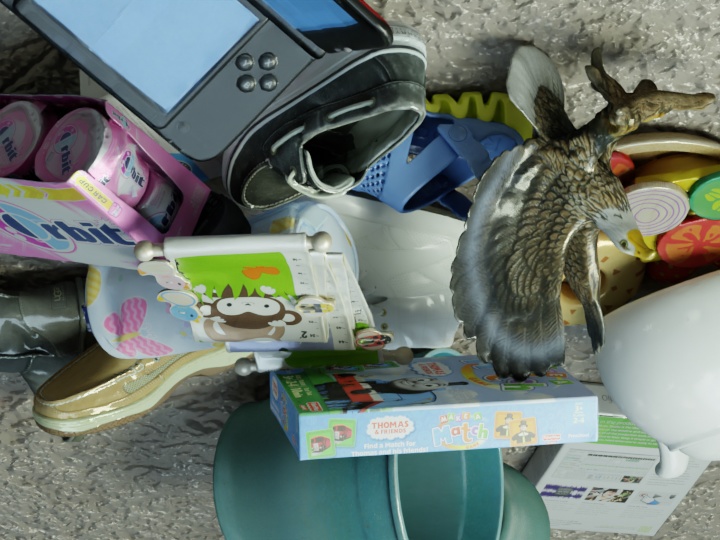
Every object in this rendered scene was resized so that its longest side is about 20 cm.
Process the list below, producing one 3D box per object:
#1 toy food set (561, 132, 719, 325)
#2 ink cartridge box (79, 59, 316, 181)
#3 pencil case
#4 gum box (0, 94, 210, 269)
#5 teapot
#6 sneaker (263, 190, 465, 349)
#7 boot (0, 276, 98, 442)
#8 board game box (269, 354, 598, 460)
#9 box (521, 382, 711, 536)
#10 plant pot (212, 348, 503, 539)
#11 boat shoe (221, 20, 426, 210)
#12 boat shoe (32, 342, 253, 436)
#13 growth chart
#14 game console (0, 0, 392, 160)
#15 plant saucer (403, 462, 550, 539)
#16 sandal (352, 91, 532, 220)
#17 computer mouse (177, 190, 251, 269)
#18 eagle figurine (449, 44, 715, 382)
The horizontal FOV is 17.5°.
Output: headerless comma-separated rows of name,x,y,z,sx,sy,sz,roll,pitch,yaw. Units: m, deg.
toy food set,0.206,-0.034,1.731,0.198,0.049,0.198,-8,146,5
ink cartridge box,-0.070,-0.132,1.531,0.199,0.068,0.115,-17,145,17
pencil case,-0.098,0.007,1.637,0.199,0.091,0.083,-9,-173,32
gum box,-0.204,-0.060,1.539,0.199,0.066,0.113,6,155,40
teapot,0.279,0.080,1.767,0.196,0.147,0.200,-21,171,18
sneaker,0.000,0.000,1.686,0.199,0.074,0.116,16,99,-28
boot,-0.301,0.064,1.784,0.198,0.073,0.183,-4,133,-15
board game box,0.046,0.090,1.588,0.198,0.037,0.151,-2,-170,-10
box,0.225,0.167,2.040,0.143,0.037,0.200,6,145,-16
plant pot,-0.010,0.168,1.882,0.187,0.201,0.200,-5,149,27
boat shoe,-0.028,-0.081,1.484,0.072,0.071,0.200,13,146,-29
boat shoe,-0.162,0.053,1.745,0.199,0.071,0.077,-28,129,-34
growth chart,-0.059,0.022,1.532,0.144,0.018,0.200,-7,151,15
game console,-0.109,-0.159,1.368,0.200,0.119,0.172,40,108,-20
plant saucer,0.059,0.223,1.957,0.199,0.201,0.036,-13,136,12
sandal,0.025,-0.078,1.609,0.198,0.088,0.080,0,147,-5
computer mouse,-0.120,-0.032,1.597,0.034,0.200,0.059,42,85,-25
eagle figurine,0.142,-0.037,1.579,0.151,0.151,0.201,19,119,-18
